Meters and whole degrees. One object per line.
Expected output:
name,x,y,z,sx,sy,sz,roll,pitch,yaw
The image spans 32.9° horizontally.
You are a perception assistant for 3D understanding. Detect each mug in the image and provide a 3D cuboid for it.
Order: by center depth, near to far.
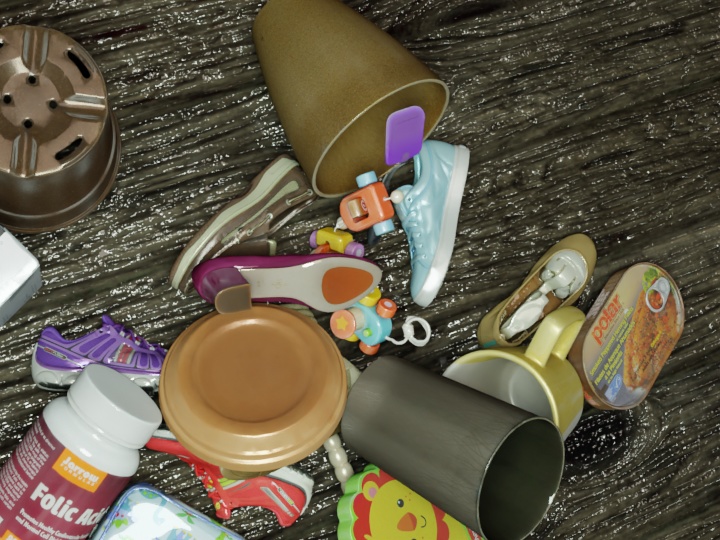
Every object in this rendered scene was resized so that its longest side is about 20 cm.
mug,0.194,0.143,1.372,0.153,0.186,0.150,-13,75,-59

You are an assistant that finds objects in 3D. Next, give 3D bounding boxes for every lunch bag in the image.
lunch bag,-0.203,0.333,1.299,0.199,0.082,0.162,31,76,-9

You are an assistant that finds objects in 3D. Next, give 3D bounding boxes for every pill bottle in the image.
pill bottle,-0.297,0.203,1.241,0.114,0.114,0.201,36,98,-8

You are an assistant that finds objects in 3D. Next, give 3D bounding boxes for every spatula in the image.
spatula,0.034,-0.101,1.372,0.056,0.201,0.021,-24,59,-33

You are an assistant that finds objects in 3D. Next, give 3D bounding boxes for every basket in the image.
basket,0.089,0.178,1.269,0.137,0.199,0.180,-59,144,-9

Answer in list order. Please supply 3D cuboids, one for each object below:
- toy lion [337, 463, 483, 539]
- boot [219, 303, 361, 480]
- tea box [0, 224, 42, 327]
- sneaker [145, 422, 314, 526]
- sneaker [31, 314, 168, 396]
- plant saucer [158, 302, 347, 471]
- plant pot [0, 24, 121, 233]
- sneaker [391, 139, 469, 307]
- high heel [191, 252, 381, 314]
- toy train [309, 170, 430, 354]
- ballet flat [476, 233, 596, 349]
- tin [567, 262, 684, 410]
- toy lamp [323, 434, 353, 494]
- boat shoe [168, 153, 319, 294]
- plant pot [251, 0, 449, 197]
toy lion,0.067,0.299,1.347,0.191,0.068,0.202,-23,88,-39
boot,-0.099,0.125,1.324,0.199,0.073,0.156,-27,64,-27
tea box,-0.433,-0.018,1.218,0.197,0.200,0.134,44,75,-7
sneaker,-0.149,0.226,1.333,0.198,0.077,0.086,23,87,-9
sneaker,-0.252,0.091,1.319,0.198,0.081,0.084,4,77,-14
plant saucer,-0.111,0.112,1.267,0.198,0.038,0.202,2,52,-2
plant pot,-0.341,-0.153,1.260,0.198,0.198,0.203,2,82,-14
sneaker,0.070,-0.058,1.430,0.081,0.074,0.202,14,71,-5
high heel,-0.080,0.001,1.312,0.198,0.096,0.068,-3,114,-25
toy train,0.000,0.000,1.360,0.055,0.149,0.202,-19,93,-45
ballet flat,0.223,0.029,1.459,0.069,0.063,0.200,46,74,-4
tin,0.319,0.078,1.469,0.112,0.042,0.200,49,60,-18
toy lamp,-0.005,0.257,1.374,0.058,0.058,0.202,-25,91,-16
boat shoe,-0.124,-0.041,1.363,0.075,0.075,0.202,41,75,7
plant pot,-0.030,-0.220,1.372,0.185,0.187,0.201,-30,72,-16
